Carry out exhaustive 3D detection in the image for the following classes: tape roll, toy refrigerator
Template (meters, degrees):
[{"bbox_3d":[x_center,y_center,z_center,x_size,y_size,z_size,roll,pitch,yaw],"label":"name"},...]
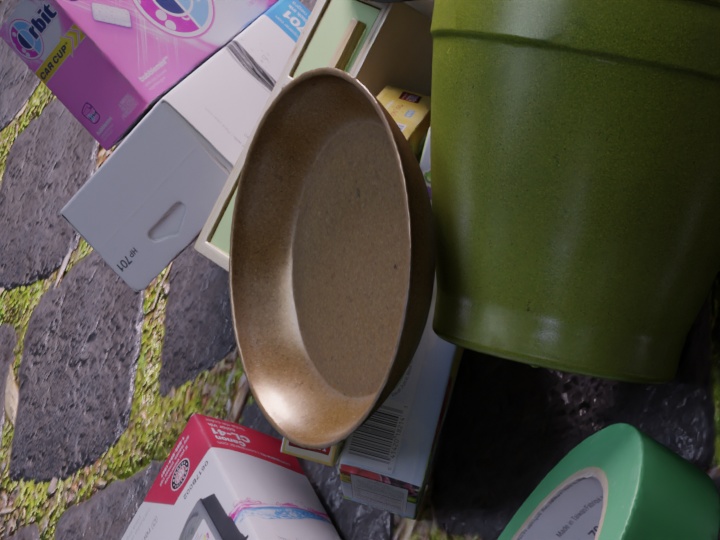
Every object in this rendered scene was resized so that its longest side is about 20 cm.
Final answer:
[{"bbox_3d":[0.094,0.170,0.916,0.201,0.048,0.201,-57,7,10],"label":"tape roll"},{"bbox_3d":[-0.025,-0.082,1.222,0.076,0.070,0.201,31,94,50],"label":"toy refrigerator"}]

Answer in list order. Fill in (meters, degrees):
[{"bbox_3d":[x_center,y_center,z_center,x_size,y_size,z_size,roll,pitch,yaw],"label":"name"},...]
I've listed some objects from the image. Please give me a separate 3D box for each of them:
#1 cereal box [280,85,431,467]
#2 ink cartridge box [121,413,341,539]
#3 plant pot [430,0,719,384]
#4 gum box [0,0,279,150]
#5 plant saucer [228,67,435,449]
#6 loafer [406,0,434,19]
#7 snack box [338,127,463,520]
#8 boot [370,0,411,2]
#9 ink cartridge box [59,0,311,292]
[{"bbox_3d":[0.000,0.000,1.144,0.144,0.039,0.202,-58,-18,-73],"label":"cereal box"},{"bbox_3d":[-0.082,0.209,1.220,0.148,0.085,0.200,-59,29,14],"label":"ink cartridge box"},{"bbox_3d":[0.116,-0.047,0.986,0.200,0.199,0.195,17,96,60],"label":"plant pot"},{"bbox_3d":[-0.152,-0.189,1.385,0.066,0.114,0.200,-40,4,43],"label":"gum box"},{"bbox_3d":[-0.012,-0.006,1.019,0.200,0.035,0.202,-4,86,60],"label":"plant saucer"},{"bbox_3d":[0.026,-0.155,1.302,0.201,0.068,0.076,-62,30,3],"label":"loafer"},{"bbox_3d":[0.036,0.035,1.111,0.142,0.053,0.202,91,-166,-77],"label":"snack box"},{"bbox_3d":[0.019,-0.249,1.188,0.200,0.077,0.139,-126,37,-63],"label":"boot"},{"bbox_3d":[-0.105,-0.094,1.374,0.146,0.086,0.200,-41,4,37],"label":"ink cartridge box"}]
